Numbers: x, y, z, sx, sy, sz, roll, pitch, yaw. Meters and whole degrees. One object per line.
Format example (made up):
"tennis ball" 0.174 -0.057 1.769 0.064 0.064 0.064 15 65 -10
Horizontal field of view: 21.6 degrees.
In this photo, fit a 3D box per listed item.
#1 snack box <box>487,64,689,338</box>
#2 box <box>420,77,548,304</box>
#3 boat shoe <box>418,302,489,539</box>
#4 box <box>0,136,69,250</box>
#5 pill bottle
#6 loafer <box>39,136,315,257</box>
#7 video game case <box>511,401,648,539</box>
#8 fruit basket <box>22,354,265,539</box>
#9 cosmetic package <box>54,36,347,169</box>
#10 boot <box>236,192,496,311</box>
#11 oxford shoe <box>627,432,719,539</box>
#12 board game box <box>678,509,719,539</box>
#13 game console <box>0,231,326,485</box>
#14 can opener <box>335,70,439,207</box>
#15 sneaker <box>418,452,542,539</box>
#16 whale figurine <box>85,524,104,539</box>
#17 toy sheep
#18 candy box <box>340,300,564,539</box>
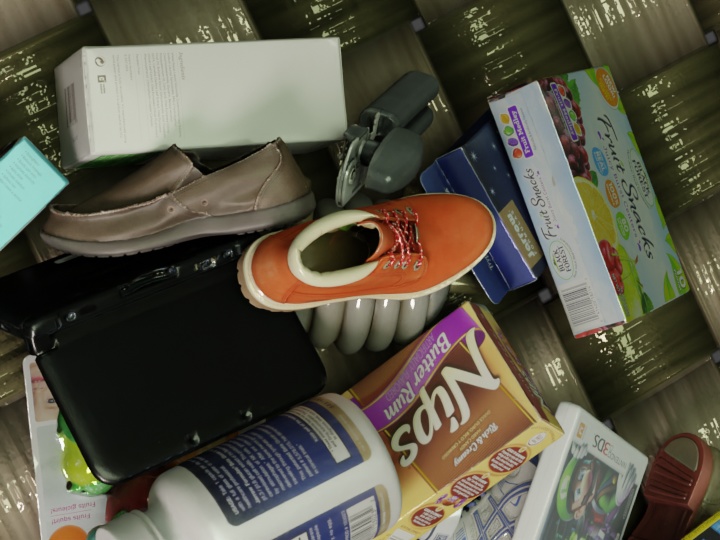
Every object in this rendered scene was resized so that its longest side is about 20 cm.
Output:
"snack box" 0.185 -0.058 1.507 0.142 0.053 0.200 -20 90 -59
"box" 0.123 -0.065 1.503 0.121 0.032 0.200 59 35 -10
"boat shoe" 0.059 0.114 1.500 0.065 0.074 0.200 17 66 -14
"box" -0.305 -0.010 1.368 0.049 0.082 0.200 47 73 -13
"pill bottle" -0.080 0.174 1.333 0.200 0.111 0.111 -25 97 -25
"loafer" -0.136 -0.057 1.369 0.200 0.073 0.071 -10 101 -3
"video game case" 0.167 0.221 1.516 0.182 0.023 0.200 36 72 -58
"fruit basket" -0.153 0.148 1.417 0.185 0.094 0.200 -7 94 -21
"cosmetic package" -0.122 -0.128 1.430 0.200 0.108 0.085 -4 88 -20
"boot" 0.021 -0.017 1.351 0.200 0.107 0.075 -15 85 -24
"oxford shoe" 0.266 0.241 1.589 0.075 0.070 0.200 26 88 -37
"board game box" 0.276 0.311 1.547 0.165 0.057 0.200 -32 131 -17
"game console" -0.158 0.051 1.374 0.200 0.176 0.116 -22 113 -33
"can opener" 0.031 -0.099 1.449 0.067 0.200 0.053 18 118 14
"sneaker" 0.095 0.211 1.519 0.088 0.075 0.200 19 74 3
"whale figurine" -0.165 0.285 1.379 0.159 0.104 0.200 1 108 -23
"toy sheep" 0.000 0.000 1.461 0.200 0.138 0.138 5 86 -5
"candy box" 0.041 0.130 1.436 0.200 0.056 0.117 -37 60 13
